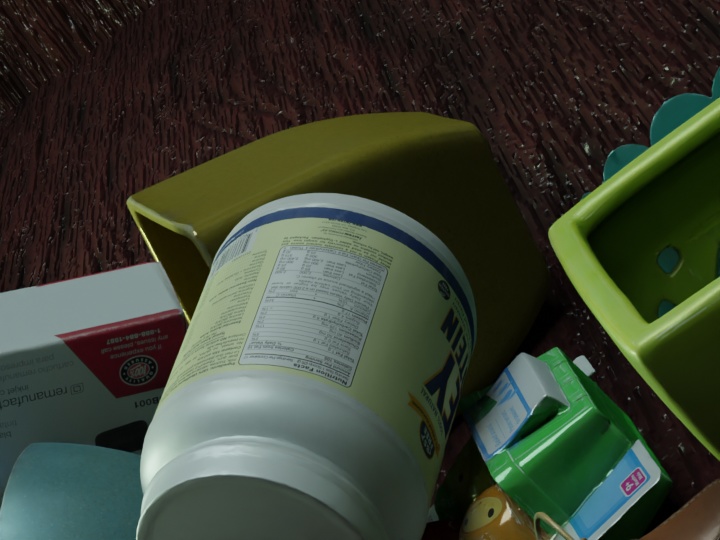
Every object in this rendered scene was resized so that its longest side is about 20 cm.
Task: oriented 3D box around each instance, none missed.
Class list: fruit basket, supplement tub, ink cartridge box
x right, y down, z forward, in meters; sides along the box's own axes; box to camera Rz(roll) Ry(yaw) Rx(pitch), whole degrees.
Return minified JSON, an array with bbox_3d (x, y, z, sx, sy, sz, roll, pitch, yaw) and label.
[{"bbox_3d":[0.056,0.134,1.390,0.200,0.094,0.185,-39,16,5],"label":"fruit basket"},{"bbox_3d":[-0.027,0.074,1.374,0.144,0.145,0.201,-25,30,34],"label":"supplement tub"},{"bbox_3d":[-0.168,0.112,1.643,0.144,0.201,0.083,-13,26,-13],"label":"ink cartridge box"}]

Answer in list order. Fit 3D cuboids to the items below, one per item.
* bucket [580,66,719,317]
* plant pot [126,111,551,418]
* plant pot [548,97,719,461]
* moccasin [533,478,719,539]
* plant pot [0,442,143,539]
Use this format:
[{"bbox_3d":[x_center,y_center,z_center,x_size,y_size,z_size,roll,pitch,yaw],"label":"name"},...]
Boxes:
[{"bbox_3d":[0.226,-0.025,1.394,0.206,0.135,0.207,-33,16,11],"label":"bucket"},{"bbox_3d":[0.000,0.000,1.718,0.199,0.195,0.195,-30,15,-10],"label":"plant pot"},{"bbox_3d":[0.222,0.019,1.200,0.198,0.182,0.200,-35,16,4],"label":"plant pot"},{"bbox_3d":[0.094,0.159,1.263,0.201,0.078,0.074,-34,16,8],"label":"moccasin"},{"bbox_3d":[-0.103,0.188,1.448,0.134,0.201,0.200,-4,24,8],"label":"plant pot"}]
